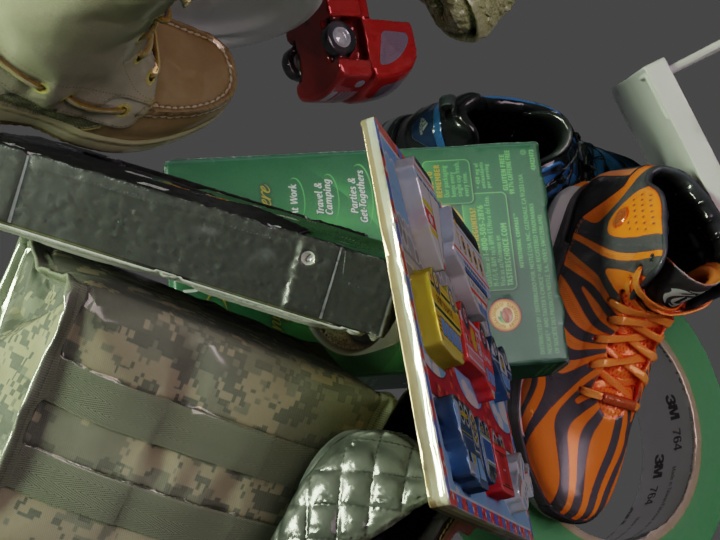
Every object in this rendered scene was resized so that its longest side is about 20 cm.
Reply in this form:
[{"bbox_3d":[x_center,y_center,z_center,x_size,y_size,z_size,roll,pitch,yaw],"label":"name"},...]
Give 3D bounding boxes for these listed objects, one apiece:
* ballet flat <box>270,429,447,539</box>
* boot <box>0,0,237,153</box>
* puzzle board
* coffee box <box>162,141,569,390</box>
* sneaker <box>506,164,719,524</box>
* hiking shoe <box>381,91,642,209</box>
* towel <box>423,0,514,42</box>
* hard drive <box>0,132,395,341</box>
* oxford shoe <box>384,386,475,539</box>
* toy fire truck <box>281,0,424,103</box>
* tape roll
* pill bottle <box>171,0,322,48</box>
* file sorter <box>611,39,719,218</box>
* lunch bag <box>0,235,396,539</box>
[{"bbox_3d":[-0.025,0.157,0.597,0.066,0.057,0.200,25,88,-42],"label":"ballet flat"},{"bbox_3d":[-0.100,-0.120,0.664,0.200,0.155,0.072,3,65,-47],"label":"boot"},{"bbox_3d":[0.044,0.035,0.631,0.200,0.017,0.151,44,35,-70],"label":"puzzle board"},{"bbox_3d":[0.000,0.000,0.762,0.200,0.044,0.123,-5,75,-8],"label":"coffee box"},{"bbox_3d":[0.139,0.034,0.787,0.077,0.112,0.200,15,73,-28],"label":"sneaker"},{"bbox_3d":[0.108,-0.056,0.876,0.200,0.087,0.075,6,71,-33],"label":"hiking shoe"},{"bbox_3d":[0.047,-0.245,0.864,0.148,0.036,0.200,-46,110,-41],"label":"towel"},{"bbox_3d":[-0.075,-0.018,0.662,0.200,0.140,0.038,16,95,3],"label":"hard drive"},{"bbox_3d":[0.000,0.126,0.690,0.200,0.070,0.075,-57,137,-35],"label":"oxford shoe"},{"bbox_3d":[0.010,-0.196,0.880,0.141,0.049,0.200,-4,78,-37],"label":"toy fire truck"},{"bbox_3d":[0.130,0.092,0.867,0.200,0.048,0.201,12,67,-31],"label":"tape roll"},{"bbox_3d":[-0.087,-0.230,0.780,0.120,0.120,0.200,3,73,-34],"label":"pill bottle"},{"bbox_3d":[0.245,-0.081,0.890,0.124,0.200,0.139,-27,91,5],"label":"file sorter"},{"bbox_3d":[-0.107,0.108,0.643,0.164,0.118,0.200,23,94,-27],"label":"lunch bag"}]
